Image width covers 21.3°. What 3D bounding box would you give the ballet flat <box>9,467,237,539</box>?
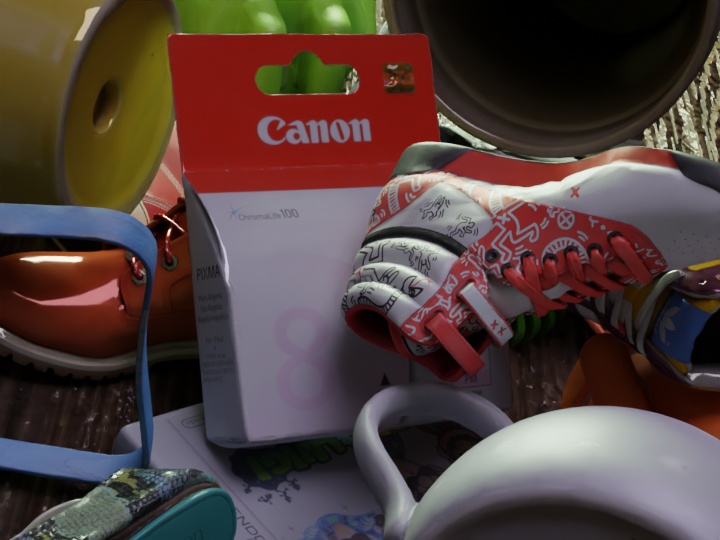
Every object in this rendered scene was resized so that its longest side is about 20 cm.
[{"bbox_3d":[-0.136,0.136,0.799,0.074,0.074,0.200,37,33,23],"label":"ballet flat"}]

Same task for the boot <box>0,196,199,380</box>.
[{"bbox_3d":[-0.102,-0.004,0.975,0.200,0.107,0.075,-1,40,-28],"label":"boot"}]

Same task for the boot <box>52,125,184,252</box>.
[{"bbox_3d":[-0.145,-0.083,1.103,0.144,0.072,0.200,-19,58,-46],"label":"boot"}]

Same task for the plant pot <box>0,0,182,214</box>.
[{"bbox_3d":[-0.198,-0.102,0.940,0.189,0.201,0.201,16,30,18],"label":"plant pot"}]

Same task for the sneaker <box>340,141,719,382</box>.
[{"bbox_3d":[0.082,0.003,0.862,0.201,0.067,0.108,7,60,38],"label":"sneaker"}]

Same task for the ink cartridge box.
[{"bbox_3d":[-0.008,-0.020,0.947,0.162,0.200,0.057,-5,2,-34],"label":"ink cartridge box"}]

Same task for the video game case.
[{"bbox_3d":[0.010,0.116,0.936,0.200,0.024,0.182,-14,47,-43],"label":"video game case"}]

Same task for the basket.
[{"bbox_3d":[-0.187,0.030,0.822,0.200,0.176,0.139,3,48,-3],"label":"basket"}]

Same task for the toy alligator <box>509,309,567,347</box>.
[{"bbox_3d":[0.065,0.022,1.084,0.200,0.059,0.054,-18,89,-45],"label":"toy alligator"}]

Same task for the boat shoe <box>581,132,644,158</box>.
[{"bbox_3d":[0.140,-0.123,1.288,0.072,0.065,0.200,16,14,-22],"label":"boat shoe"}]

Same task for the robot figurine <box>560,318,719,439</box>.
[{"bbox_3d":[0.172,0.093,0.967,0.144,0.117,0.200,-1,30,-21],"label":"robot figurine"}]

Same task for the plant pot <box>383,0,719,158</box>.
[{"bbox_3d":[0.134,-0.182,1.158,0.200,0.200,0.174,29,24,12],"label":"plant pot"}]

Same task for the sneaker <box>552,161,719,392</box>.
[{"bbox_3d":[0.141,0.006,0.915,0.200,0.075,0.090,19,22,12],"label":"sneaker"}]

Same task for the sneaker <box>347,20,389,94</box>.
[{"bbox_3d":[0.005,-0.070,1.181,0.074,0.088,0.200,32,57,4],"label":"sneaker"}]

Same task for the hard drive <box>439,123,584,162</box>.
[{"bbox_3d":[0.130,-0.045,1.163,0.140,0.038,0.200,13,9,-13],"label":"hard drive"}]

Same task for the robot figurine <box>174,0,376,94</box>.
[{"bbox_3d":[-0.068,-0.179,1.240,0.175,0.116,0.200,-8,41,-20],"label":"robot figurine"}]

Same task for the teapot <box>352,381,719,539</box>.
[{"bbox_3d":[0.111,0.134,0.824,0.197,0.200,0.146,-15,15,28],"label":"teapot"}]
